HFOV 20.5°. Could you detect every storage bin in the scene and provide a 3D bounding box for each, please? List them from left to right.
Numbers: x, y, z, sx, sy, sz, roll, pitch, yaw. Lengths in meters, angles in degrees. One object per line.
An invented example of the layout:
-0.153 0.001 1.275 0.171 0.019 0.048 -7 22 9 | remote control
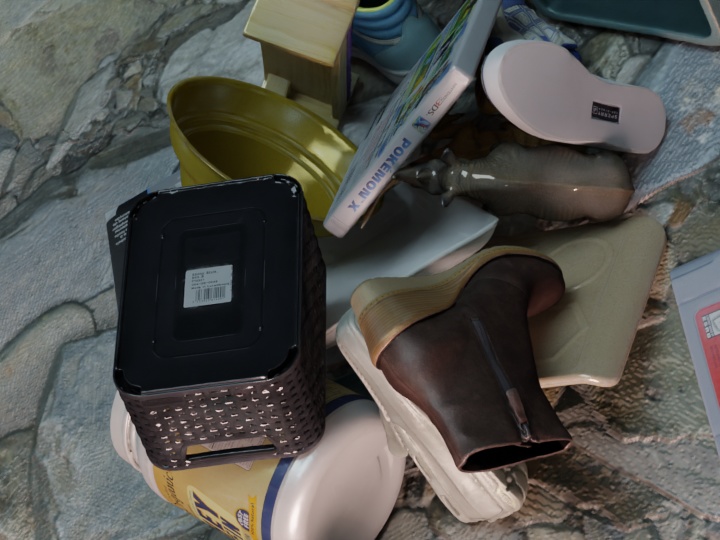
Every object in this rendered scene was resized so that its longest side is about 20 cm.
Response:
-0.100 0.036 1.467 0.135 0.094 0.200 -7 47 8 | storage bin

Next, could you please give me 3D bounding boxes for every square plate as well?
0.000 0.000 1.606 0.200 0.028 0.198 -32 20 -8 | square plate

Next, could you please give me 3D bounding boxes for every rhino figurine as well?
0.119 -0.071 1.539 0.087 0.199 0.060 -148 62 -71 | rhino figurine

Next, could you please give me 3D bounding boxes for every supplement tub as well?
-0.081 0.134 1.536 0.200 0.144 0.145 25 76 32 | supplement tub

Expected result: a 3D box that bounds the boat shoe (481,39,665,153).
0.152 -0.134 1.548 0.070 0.200 0.071 9 90 46 | boat shoe

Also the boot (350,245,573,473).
0.101 0.066 1.407 0.166 0.200 0.072 54 135 30 | boot

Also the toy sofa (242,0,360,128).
-0.042 -0.200 1.719 0.083 0.200 0.098 21 76 5 | toy sofa

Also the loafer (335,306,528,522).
0.042 0.110 1.456 0.070 0.200 0.070 -29 18 31 | loafer

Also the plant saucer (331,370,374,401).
0.009 0.108 1.600 0.200 0.019 0.070 -24 49 19 | plant saucer

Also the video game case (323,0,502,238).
0.047 -0.137 1.604 0.182 0.022 0.200 -50 9 32 | video game case

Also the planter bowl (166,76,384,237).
-0.086 -0.071 1.666 0.084 0.200 0.201 -60 39 27 | planter bowl

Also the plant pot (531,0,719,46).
0.240 -0.332 1.632 0.196 0.196 0.200 17 61 42 | plant pot

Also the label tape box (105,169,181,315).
-0.142 0.002 1.749 0.143 0.066 0.200 -28 46 16 | label tape box

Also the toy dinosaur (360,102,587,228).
0.082 -0.096 1.615 0.199 0.061 0.106 -14 18 -7 | toy dinosaur

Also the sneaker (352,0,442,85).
-0.007 -0.250 1.779 0.080 0.131 0.200 -48 45 -11 | sneaker

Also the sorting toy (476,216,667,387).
0.124 0.035 1.530 0.200 0.037 0.185 -4 38 29 | sorting toy

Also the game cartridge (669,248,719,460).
0.303 0.054 1.417 0.133 0.041 0.200 -23 49 16 | game cartridge

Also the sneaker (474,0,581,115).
0.139 -0.183 1.685 0.088 0.075 0.200 8 35 -9 | sneaker
